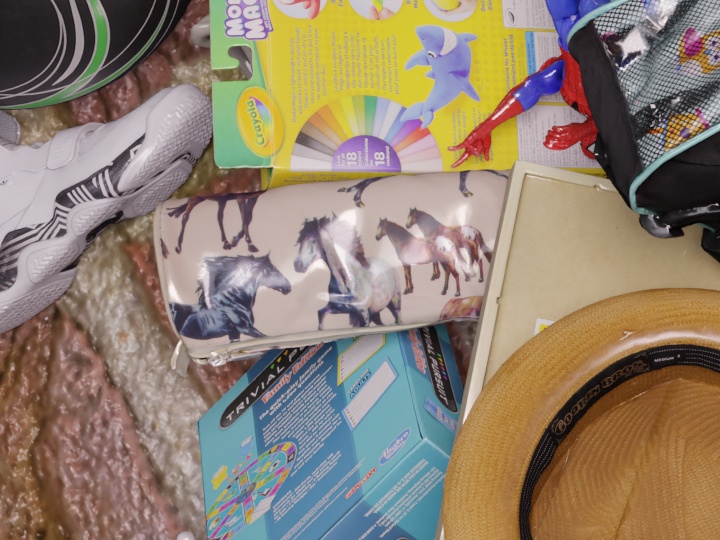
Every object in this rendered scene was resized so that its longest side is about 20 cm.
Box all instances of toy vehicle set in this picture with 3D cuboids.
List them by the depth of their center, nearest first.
[{"bbox_3d":[0.110,0.059,1.067,0.123,0.027,0.201,13,77,-1],"label":"toy vehicle set"}]

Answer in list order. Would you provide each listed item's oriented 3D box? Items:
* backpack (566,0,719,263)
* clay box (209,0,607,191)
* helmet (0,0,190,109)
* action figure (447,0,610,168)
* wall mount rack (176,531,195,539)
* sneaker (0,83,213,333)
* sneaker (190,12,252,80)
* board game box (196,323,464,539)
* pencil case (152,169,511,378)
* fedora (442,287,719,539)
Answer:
[{"bbox_3d":[0.204,-0.107,0.988,0.199,0.175,0.154,-22,68,27],"label":"backpack"},{"bbox_3d":[0.021,-0.096,1.184,0.198,0.048,0.116,1,73,-9],"label":"clay box"},{"bbox_3d":[-0.181,-0.182,1.258,0.200,0.200,0.191,41,141,18],"label":"helmet"},{"bbox_3d":[0.086,-0.100,1.079,0.099,0.200,0.065,-44,58,-14],"label":"action figure"},{"bbox_3d":[-0.069,0.232,1.260,0.200,0.074,0.174,41,120,18],"label":"wall mount rack"},{"bbox_3d":[-0.179,-0.062,1.319,0.200,0.075,0.115,-42,78,21],"label":"sneaker"},{"bbox_3d":[-0.016,-0.064,1.236,0.090,0.075,0.201,-25,70,-14],"label":"sneaker"},{"bbox_3d":[-0.014,0.093,1.194,0.047,0.200,0.151,38,109,-23],"label":"board game box"},{"bbox_3d":[0.000,0.000,1.142,0.198,0.078,0.090,-6,81,6],"label":"pencil case"},{"bbox_3d":[0.131,0.107,0.990,0.199,0.082,0.202,-4,61,8],"label":"fedora"}]
